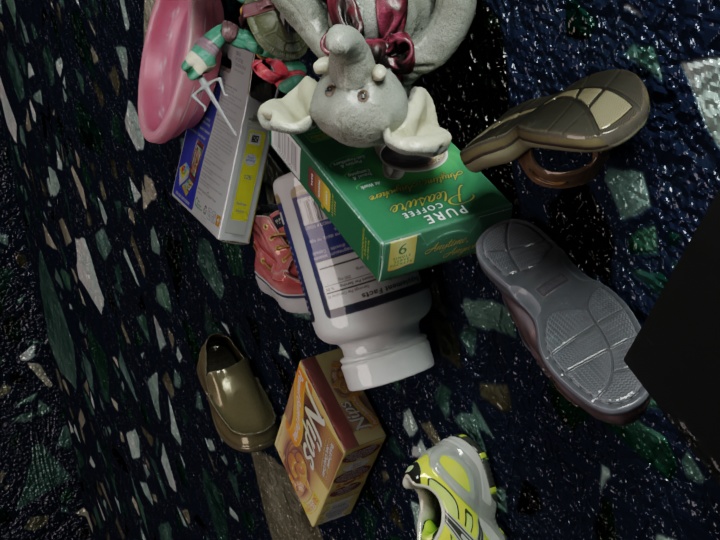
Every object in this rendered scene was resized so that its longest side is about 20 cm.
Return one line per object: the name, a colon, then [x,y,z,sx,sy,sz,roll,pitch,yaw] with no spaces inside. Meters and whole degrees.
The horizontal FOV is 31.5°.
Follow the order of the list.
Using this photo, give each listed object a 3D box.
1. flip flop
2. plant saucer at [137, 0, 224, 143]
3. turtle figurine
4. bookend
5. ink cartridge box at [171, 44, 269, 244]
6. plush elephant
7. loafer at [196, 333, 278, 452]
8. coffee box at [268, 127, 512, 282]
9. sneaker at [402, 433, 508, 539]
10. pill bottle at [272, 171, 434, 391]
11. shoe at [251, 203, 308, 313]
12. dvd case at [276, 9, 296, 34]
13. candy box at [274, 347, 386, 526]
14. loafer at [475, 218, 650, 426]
flip flop: [0.131,-0.083,0.848,0.058,0.081,0.200,58,159,-9]
plant saucer: [-0.199,-0.240,1.429,0.200,0.051,0.202,-172,90,-66]
turtle figurine: [-0.091,-0.228,1.175,0.100,0.149,0.201,-21,81,41]
bookend: [0.253,0.047,0.636,0.199,0.092,0.200,56,150,31]
ink cartridge box: [-0.146,-0.151,1.393,0.198,0.047,0.201,39,115,63]
plush elephant: [0.003,-0.164,0.950,0.200,0.164,0.155,77,-158,-47]
loafer: [-0.167,0.157,1.655,0.200,0.076,0.068,49,153,43]
coffee box: [0.019,-0.078,1.032,0.200,0.122,0.044,50,146,39]
sneaker: [0.090,0.253,1.150,0.075,0.076,0.201,-18,90,65]
pill bottle: [0.000,0.000,1.138,0.111,0.111,0.201,-13,93,66]
shoe: [-0.070,-0.018,1.329,0.200,0.071,0.091,21,128,65]
dvd case: [-0.088,-0.323,1.081,0.149,0.016,0.201,101,148,-65]
candy box: [-0.037,0.188,1.415,0.116,0.055,0.200,61,153,26]
loafer: [0.149,0.041,0.911,0.200,0.072,0.063,58,172,44]
